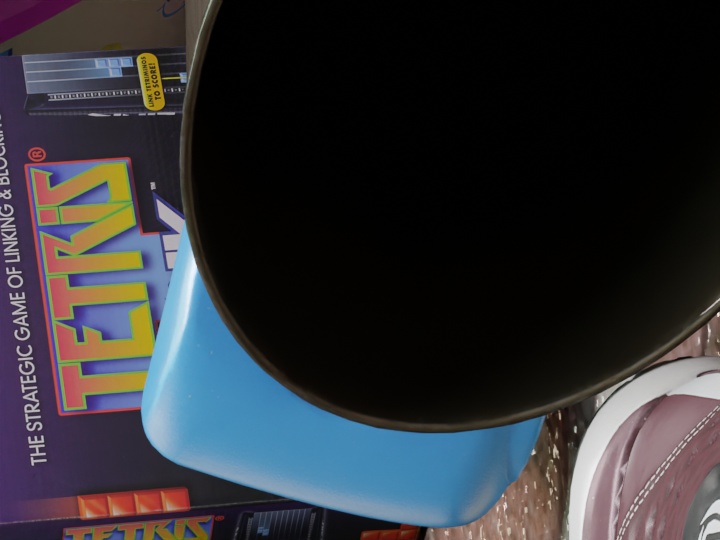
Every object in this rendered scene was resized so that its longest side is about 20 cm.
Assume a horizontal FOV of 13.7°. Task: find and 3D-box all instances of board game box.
[{"bbox_3d":[-0.075,0.013,1.052,0.057,0.165,0.200,104,158,-53],"label":"board game box"}]

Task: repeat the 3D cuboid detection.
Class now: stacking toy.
[{"bbox_3d":[0.000,0.000,0.898,0.200,0.110,0.116,-110,33,-84],"label":"stacking toy"}]

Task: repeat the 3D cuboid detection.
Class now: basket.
[{"bbox_3d":[0.022,-0.092,0.670,0.200,0.136,0.180,-104,37,-56],"label":"basket"}]

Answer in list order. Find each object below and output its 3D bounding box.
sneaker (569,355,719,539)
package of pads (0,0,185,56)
[{"bbox_3d":[0.083,0.111,0.583,0.116,0.076,0.200,149,118,-72],"label":"sneaker"},{"bbox_3d":[-0.135,-0.097,1.264,0.068,0.200,0.155,28,131,26],"label":"package of pads"}]
